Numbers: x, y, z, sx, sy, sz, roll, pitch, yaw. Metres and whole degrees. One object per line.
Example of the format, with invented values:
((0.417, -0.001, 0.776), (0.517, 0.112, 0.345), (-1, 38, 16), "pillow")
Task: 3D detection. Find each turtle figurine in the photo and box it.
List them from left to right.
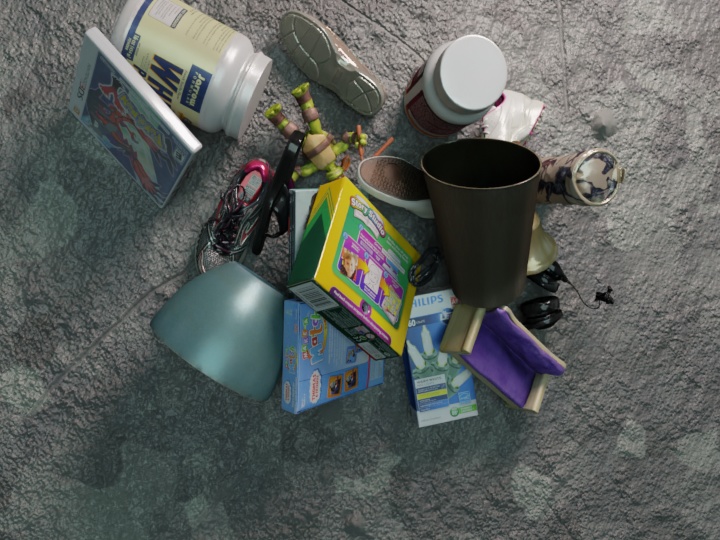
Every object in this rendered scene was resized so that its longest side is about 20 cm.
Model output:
((-0.060, -0.197, 0.979), (0.197, 0.065, 0.163), (-29, 112, 17), "turtle figurine")

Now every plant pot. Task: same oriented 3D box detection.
((-0.177, 0.069, 0.917), (0.198, 0.200, 0.137), (34, 87, -8), "plant pot")

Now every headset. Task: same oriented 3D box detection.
((0.297, 0.036, 1.034), (0.194, 0.094, 0.127), (5, 93, 3), "headset")

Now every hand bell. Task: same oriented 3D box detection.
((0.240, -0.102, 0.964), (0.102, 0.105, 0.203), (-23, 131, -6), "hand bell")

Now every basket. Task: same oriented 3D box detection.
((0.175, -0.061, 0.913), (0.135, 0.178, 0.204), (-33, 128, -29), "basket")

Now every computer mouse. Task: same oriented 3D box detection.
((0.142, -0.033, 1.009), (0.198, 0.034, 0.060), (-30, 117, -31), "computer mouse")

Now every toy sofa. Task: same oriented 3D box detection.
((0.221, 0.136, 0.988), (0.199, 0.096, 0.084), (40, 65, -30), "toy sofa")

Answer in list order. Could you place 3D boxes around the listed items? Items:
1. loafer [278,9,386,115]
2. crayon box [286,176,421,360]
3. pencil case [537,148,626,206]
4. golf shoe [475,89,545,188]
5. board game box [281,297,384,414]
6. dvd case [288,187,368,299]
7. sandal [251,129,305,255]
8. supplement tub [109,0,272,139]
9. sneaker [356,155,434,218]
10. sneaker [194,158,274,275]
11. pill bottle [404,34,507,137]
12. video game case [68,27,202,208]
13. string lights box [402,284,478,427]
((-0.040, -0.318, 0.991), (0.199, 0.063, 0.072), (42, 120, -5), "loafer")
((0.000, 0.000, 0.922), (0.200, 0.057, 0.176), (43, 48, -35), "crayon box")
((0.308, -0.136, 0.973), (0.087, 0.200, 0.080), (-13, 99, -12), "pencil case")
((0.213, -0.200, 1.013), (0.090, 0.076, 0.202), (32, 67, 3), "golf shoe")
((-0.033, 0.110, 0.954), (0.198, 0.036, 0.156), (-7, 102, -51), "board game box")
((-0.047, -0.020, 0.971), (0.143, 0.022, 0.206), (-7, 104, -41), "dvd case")
((-0.113, -0.103, 0.950), (0.047, 0.076, 0.204), (23, 116, -5), "sandal")
((-0.237, -0.288, 0.914), (0.196, 0.145, 0.148), (25, 90, -8), "supplement tub")
((0.074, -0.114, 0.989), (0.195, 0.085, 0.075), (12, 66, -22), "sneaker")
((-0.193, -0.077, 0.968), (0.079, 0.075, 0.204), (23, 91, -9), "sneaker")
((0.135, -0.264, 0.940), (0.111, 0.200, 0.118), (-1, 94, -8), "pill bottle")
((-0.319, -0.201, 0.898), (0.200, 0.181, 0.023), (47, 55, -7), "video game case")
((0.119, 0.134, 1.031), (0.100, 0.059, 0.206), (-10, 94, -6), "string lights box")
